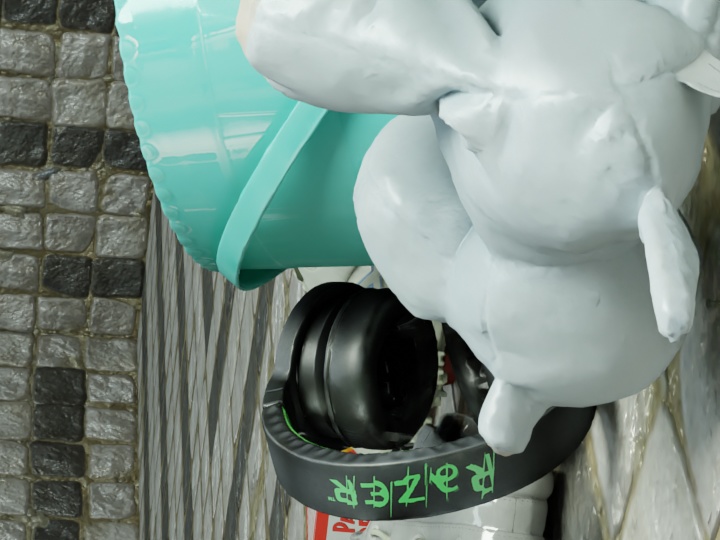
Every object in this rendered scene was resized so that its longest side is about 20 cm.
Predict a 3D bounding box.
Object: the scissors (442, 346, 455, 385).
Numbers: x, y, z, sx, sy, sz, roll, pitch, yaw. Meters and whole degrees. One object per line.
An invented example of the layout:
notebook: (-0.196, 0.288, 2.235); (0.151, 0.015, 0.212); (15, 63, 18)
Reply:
scissors: (0.054, 0.009, 1.082); (0.200, 0.014, 0.074); (138, 137, -76)

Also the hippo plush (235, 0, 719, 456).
hippo plush: (0.072, -0.043, 0.696); (0.200, 0.159, 0.161); (37, 158, 29)

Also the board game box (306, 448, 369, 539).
board game box: (0.002, 0.050, 1.249); (0.152, 0.046, 0.201); (-96, 12, -71)

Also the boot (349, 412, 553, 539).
boot: (0.038, 0.109, 0.993); (0.200, 0.073, 0.096); (-172, 92, -73)

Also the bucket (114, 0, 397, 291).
bucket: (-0.001, -0.092, 0.862); (0.207, 0.134, 0.209); (-6, -90, -77)

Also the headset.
headset: (0.033, 0.045, 0.904); (0.200, 0.123, 0.095); (-73, -28, -61)

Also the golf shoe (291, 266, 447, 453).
golf shoe: (0.000, 0.000, 1.079); (0.078, 0.096, 0.201); (-104, 21, -63)
